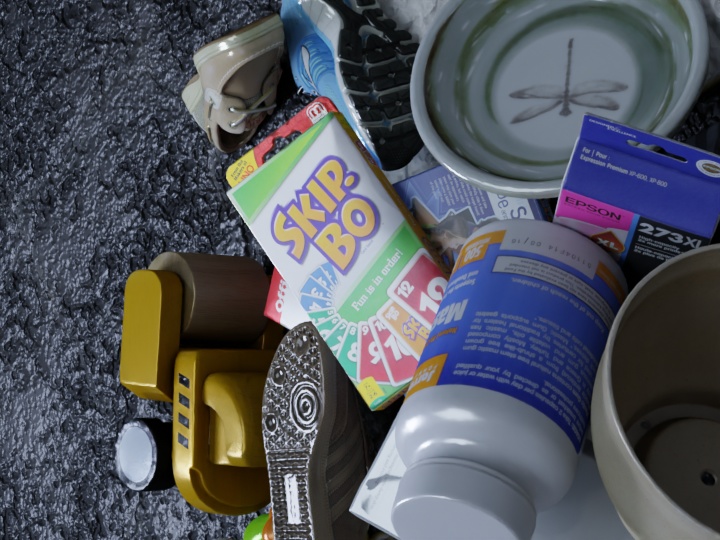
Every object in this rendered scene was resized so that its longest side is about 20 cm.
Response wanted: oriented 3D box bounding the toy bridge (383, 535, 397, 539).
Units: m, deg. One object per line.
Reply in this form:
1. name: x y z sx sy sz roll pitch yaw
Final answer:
1. toy bridge: 0.066 0.275 1.568 0.067 0.027 0.200 -48 56 36

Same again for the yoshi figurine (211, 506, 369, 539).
1. yoshi figurine: -0.088 0.246 1.683 0.200 0.112 0.113 -32 74 46

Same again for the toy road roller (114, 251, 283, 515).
1. toy road roller: -0.096 0.086 1.670 0.146 0.123 0.200 -1 87 48

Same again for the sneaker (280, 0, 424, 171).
1. sneaker: -0.006 -0.149 1.627 0.200 0.078 0.090 67 149 31

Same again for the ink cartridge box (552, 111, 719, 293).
1. ink cartridge box: 0.166 -0.027 1.334 0.200 0.095 0.037 93 -163 -66

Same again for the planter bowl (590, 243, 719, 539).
1. planter bowl: 0.221 0.102 1.293 0.135 0.200 0.200 114 138 -58

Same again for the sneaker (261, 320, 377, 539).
1. sneaker: -0.023 0.135 1.587 0.070 0.075 0.200 7 97 47

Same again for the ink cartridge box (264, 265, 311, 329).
1. ink cartridge box: 0.000 0.000 1.607 0.200 0.067 0.116 26 108 44

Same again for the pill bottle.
1. pill bottle: 0.085 0.077 1.315 0.112 0.112 0.200 -22 36 46

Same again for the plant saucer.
1. plant saucer: 0.133 -0.124 1.431 0.200 0.050 0.200 -10 58 16

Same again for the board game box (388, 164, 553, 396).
1. board game box: 0.081 0.026 1.476 0.135 0.034 0.200 -21 83 16

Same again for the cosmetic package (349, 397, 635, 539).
1. cosmetic package: 0.109 0.153 1.407 0.200 0.081 0.113 30 96 13

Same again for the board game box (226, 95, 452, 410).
1. board game box: -0.007 -0.014 1.474 0.095 0.030 0.200 -37 76 14

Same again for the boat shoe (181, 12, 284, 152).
1. boat shoe: -0.089 -0.141 1.673 0.065 0.072 0.200 63 161 5

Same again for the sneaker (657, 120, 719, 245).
1. sneaker: 0.231 -0.058 1.363 0.083 0.072 0.200 -49 20 -17
